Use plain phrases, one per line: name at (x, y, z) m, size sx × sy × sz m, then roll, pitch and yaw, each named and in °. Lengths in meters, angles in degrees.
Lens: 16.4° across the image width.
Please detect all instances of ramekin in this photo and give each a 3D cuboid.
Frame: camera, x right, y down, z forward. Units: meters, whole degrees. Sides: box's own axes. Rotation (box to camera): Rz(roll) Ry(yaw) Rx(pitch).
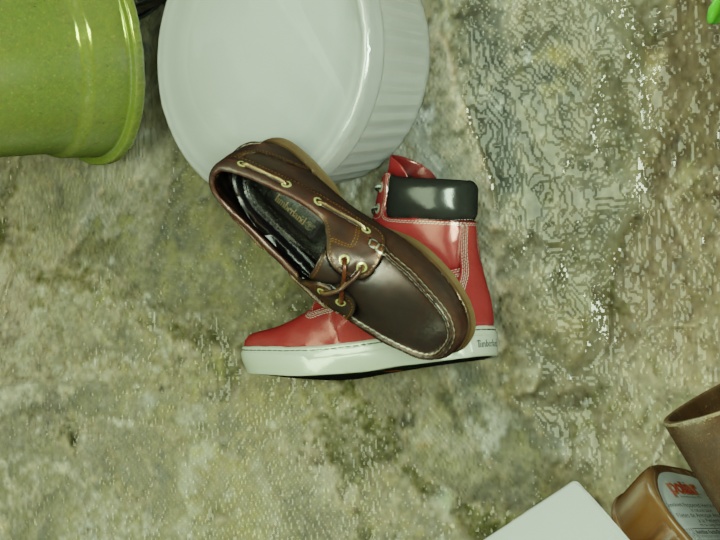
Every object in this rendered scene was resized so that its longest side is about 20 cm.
ramekin at (-0.039, -0.148, 1.722) m, size 0.201 × 0.094 × 0.204 m, roll 1°, pitch 91°, yaw 42°

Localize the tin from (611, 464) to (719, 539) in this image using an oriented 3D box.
tin at (0.229, 0.195, 1.478) m, size 0.042 × 0.112 × 0.200 m, roll -48°, pitch 61°, yaw 17°

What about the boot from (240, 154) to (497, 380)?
boot at (0.000, 0.000, 1.707) m, size 0.199 × 0.072 × 0.145 m, roll -11°, pitch 83°, yaw 33°

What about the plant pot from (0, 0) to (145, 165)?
plant pot at (-0.286, -0.159, 1.842) m, size 0.200 × 0.183 × 0.202 m, roll 29°, pitch 126°, yaw 49°

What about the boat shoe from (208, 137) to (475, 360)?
boat shoe at (-0.016, -0.008, 1.621) m, size 0.200 × 0.070 × 0.071 m, roll 38°, pitch 116°, yaw 14°

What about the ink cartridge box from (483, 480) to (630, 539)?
ink cartridge box at (0.114, 0.261, 1.495) m, size 0.146 × 0.146 × 0.200 m, roll 50°, pitch 161°, yaw 30°

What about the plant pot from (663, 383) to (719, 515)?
plant pot at (0.294, 0.139, 1.391) m, size 0.186 × 0.187 × 0.201 m, roll -24°, pitch 89°, yaw 39°

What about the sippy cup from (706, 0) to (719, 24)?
sippy cup at (0.279, -0.108, 1.416) m, size 0.177 × 0.130 × 0.141 m, roll -4°, pitch 87°, yaw 42°

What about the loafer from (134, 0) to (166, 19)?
loafer at (-0.162, -0.228, 1.849) m, size 0.199 × 0.063 × 0.072 m, roll -6°, pitch 86°, yaw 41°
